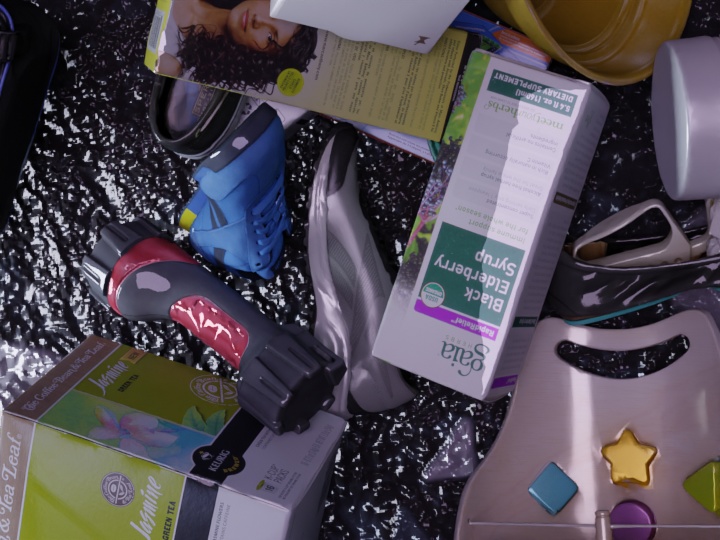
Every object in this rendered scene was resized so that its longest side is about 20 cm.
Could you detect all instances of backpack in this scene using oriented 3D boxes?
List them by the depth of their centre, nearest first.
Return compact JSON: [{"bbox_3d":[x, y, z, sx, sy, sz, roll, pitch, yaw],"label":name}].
[{"bbox_3d":[-0.319,-0.120,0.974,0.198,0.147,0.185,18,97,6],"label":"backpack"}]

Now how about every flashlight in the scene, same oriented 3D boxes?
[{"bbox_3d":[-0.103,0.038,0.944,0.200,0.068,0.068,37,119,33],"label":"flashlight"}]

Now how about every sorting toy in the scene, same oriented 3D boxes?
[{"bbox_3d":[0.170,0.116,0.924,0.198,0.107,0.182,-4,76,25],"label":"sorting toy"}]

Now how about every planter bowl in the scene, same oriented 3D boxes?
[{"bbox_3d":[0.122,-0.212,0.894,0.083,0.199,0.203,-4,93,46],"label":"planter bowl"}]

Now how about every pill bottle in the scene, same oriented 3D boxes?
[{"bbox_3d":[0.283,-0.098,0.860,0.198,0.114,0.116,-5,92,-1],"label":"pill bottle"}]

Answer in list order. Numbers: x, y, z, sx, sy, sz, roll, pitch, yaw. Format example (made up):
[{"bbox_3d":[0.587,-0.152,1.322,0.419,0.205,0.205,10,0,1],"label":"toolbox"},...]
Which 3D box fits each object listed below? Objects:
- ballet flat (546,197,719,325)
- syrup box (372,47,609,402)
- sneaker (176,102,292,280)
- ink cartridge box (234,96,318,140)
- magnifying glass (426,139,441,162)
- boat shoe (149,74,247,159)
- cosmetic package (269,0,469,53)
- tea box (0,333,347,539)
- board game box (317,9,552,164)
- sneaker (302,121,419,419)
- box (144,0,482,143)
[{"bbox_3d":[0.213,-0.015,0.912,0.198,0.068,0.069,-13,111,11],"label":"ballet flat"},{"bbox_3d":[0.083,-0.026,0.891,0.078,0.081,0.202,20,94,18],"label":"syrup box"},{"bbox_3d":[-0.066,-0.043,0.915,0.078,0.200,0.066,46,70,3],"label":"sneaker"},{"bbox_3d":[-0.020,-0.176,0.950,0.199,0.039,0.100,-37,85,12],"label":"ink cartridge box"},{"bbox_3d":[0.087,-0.038,0.943,0.079,0.022,0.202,-4,92,12],"label":"magnifying glass"},{"bbox_3d":[-0.085,-0.168,0.915,0.068,0.057,0.202,19,97,10],"label":"boat shoe"},{"bbox_3d":[0.008,-0.243,0.851,0.107,0.085,0.202,8,65,-21],"label":"cosmetic package"},{"bbox_3d":[-0.133,0.179,0.937,0.195,0.134,0.202,17,113,9],"label":"tea box"},{"bbox_3d":[0.023,-0.141,0.972,0.198,0.019,0.104,24,98,9],"label":"board game box"},{"bbox_3d":[0.000,0.000,0.964,0.078,0.074,0.202,-4,98,2],"label":"sneaker"},{"bbox_3d":[-0.028,-0.136,0.883,0.198,0.050,0.076,10,100,-19],"label":"box"}]
